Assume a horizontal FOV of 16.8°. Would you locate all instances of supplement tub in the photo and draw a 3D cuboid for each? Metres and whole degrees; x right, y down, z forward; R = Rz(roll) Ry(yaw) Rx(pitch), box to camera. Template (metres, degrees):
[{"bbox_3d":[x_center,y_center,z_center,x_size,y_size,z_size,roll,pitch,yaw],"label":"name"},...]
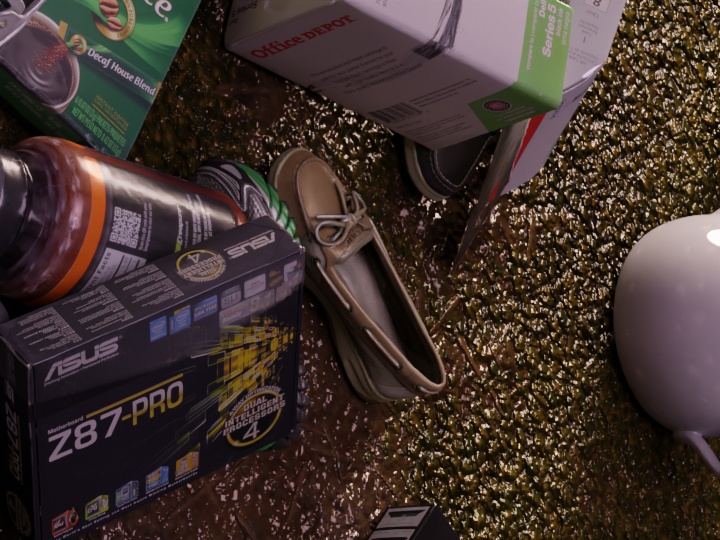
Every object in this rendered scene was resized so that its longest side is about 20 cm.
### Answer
[{"bbox_3d":[-0.170,-0.022,1.530,0.200,0.107,0.107,19,69,-44],"label":"supplement tub"}]

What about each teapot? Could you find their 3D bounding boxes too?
[{"bbox_3d":[0.312,0.046,2.005,0.197,0.146,0.201,-39,111,-43],"label":"teapot"}]

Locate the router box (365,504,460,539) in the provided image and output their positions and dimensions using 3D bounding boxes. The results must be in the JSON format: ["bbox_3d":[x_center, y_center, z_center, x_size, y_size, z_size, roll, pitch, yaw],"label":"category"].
[{"bbox_3d":[0.050,0.293,1.745,0.200,0.052,0.157,56,48,-24],"label":"router box"}]

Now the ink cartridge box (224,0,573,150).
[{"bbox_3d":[0.027,-0.170,1.719,0.200,0.145,0.084,24,66,-33],"label":"ink cartridge box"}]

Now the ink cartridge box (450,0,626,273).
[{"bbox_3d":[0.136,-0.105,1.839,0.050,0.161,0.201,21,61,-4],"label":"ink cartridge box"}]

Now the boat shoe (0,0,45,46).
[{"bbox_3d":[-0.234,-0.173,1.484,0.200,0.067,0.074,-50,120,-20],"label":"boat shoe"}]

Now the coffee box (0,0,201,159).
[{"bbox_3d":[-0.172,-0.176,1.601,0.123,0.044,0.201,45,53,-32],"label":"coffee box"}]

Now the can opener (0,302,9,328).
[{"bbox_3d":[-0.235,0.038,1.432,0.200,0.052,0.067,70,26,-51],"label":"can opener"}]

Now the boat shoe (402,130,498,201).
[{"bbox_3d":[0.090,-0.146,1.860,0.072,0.066,0.201,42,55,-34],"label":"boat shoe"}]

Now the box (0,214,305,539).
[{"bbox_3d":[-0.128,0.069,1.503,0.199,0.049,0.162,-23,136,-29],"label":"box"}]

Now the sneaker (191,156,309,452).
[{"bbox_3d":[-0.087,0.023,1.631,0.085,0.078,0.201,-5,87,-47],"label":"sneaker"}]

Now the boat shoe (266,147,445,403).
[{"bbox_3d":[-0.001,0.002,1.736,0.073,0.063,0.201,-36,109,-44],"label":"boat shoe"}]
